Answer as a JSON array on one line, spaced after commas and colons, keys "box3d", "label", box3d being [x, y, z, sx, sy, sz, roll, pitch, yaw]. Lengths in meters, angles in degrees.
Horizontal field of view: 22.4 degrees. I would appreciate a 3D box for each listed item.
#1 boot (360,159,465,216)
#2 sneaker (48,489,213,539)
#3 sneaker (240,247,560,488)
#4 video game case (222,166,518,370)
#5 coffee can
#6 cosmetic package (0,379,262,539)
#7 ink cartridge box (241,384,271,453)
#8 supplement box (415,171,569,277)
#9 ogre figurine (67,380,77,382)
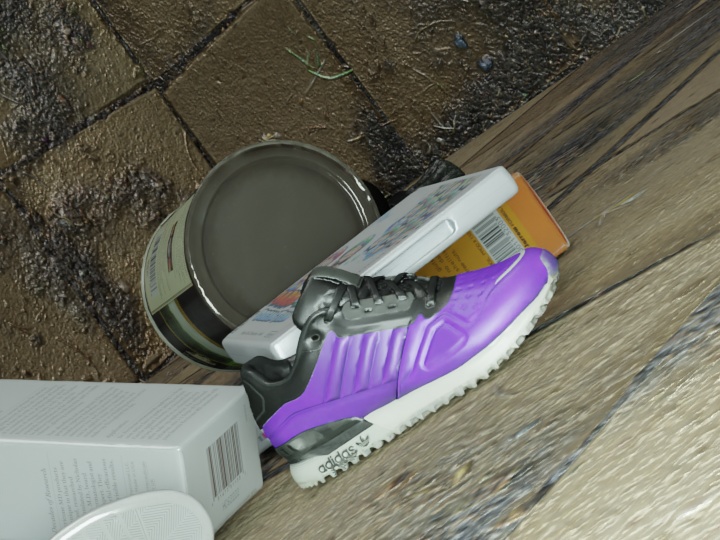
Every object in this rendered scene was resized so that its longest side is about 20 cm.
[{"box3d": [0.033, -0.042, 1.500, 0.157, 0.080, 0.211, -30, -17, -18], "label": "boot"}, {"box3d": [-0.174, 0.188, 1.007, 0.200, 0.073, 0.112, -39, 8, -13], "label": "sneaker"}, {"box3d": [0.014, 0.032, 1.011, 0.200, 0.100, 0.070, -36, 5, 17], "label": "sneaker"}, {"box3d": [0.000, 0.000, 1.171, 0.182, 0.024, 0.200, -38, 6, -11], "label": "video game case"}, {"box3d": [-0.079, -0.005, 1.368, 0.146, 0.147, 0.200, -37, 3, -18], "label": "coffee can"}, {"box3d": [-0.173, 0.119, 1.134, 0.198, 0.072, 0.101, 1, 18, 23], "label": "cosmetic package"}, {"box3d": [-0.009, 0.059, 1.380, 0.199, 0.043, 0.196, -35, 2, 0], "label": "ink cartridge box"}, {"box3d": [0.041, 0.019, 1.216, 0.199, 0.069, 0.067, -36, 3, -14], "label": "supplement box"}, {"box3d": [-0.267, 0.161, 1.320, 0.199, 0.099, 0.120, -24, 4, -10], "label": "ogre figurine"}]
